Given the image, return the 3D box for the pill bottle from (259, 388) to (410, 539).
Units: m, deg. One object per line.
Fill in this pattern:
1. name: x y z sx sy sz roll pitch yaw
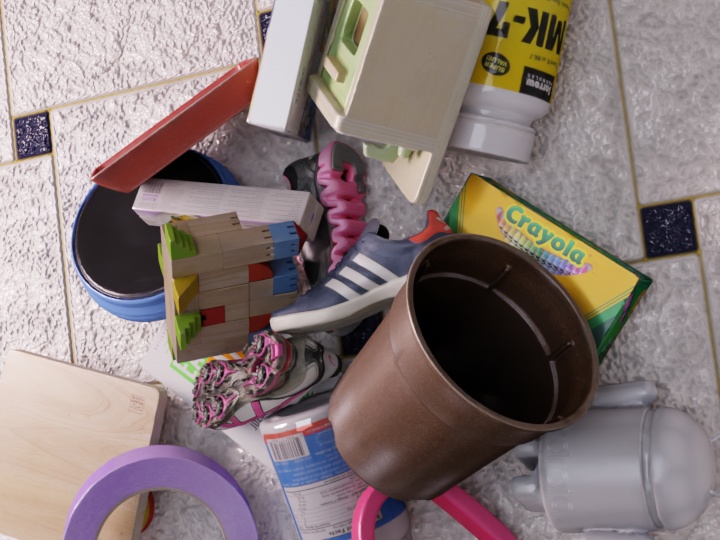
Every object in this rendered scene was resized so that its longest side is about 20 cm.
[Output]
1. pill bottle: -0.016 0.225 1.454 0.112 0.112 0.200 -18 95 21

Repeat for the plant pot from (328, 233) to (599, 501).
1. plant pot: 0.081 0.104 1.347 0.200 0.200 0.198 56 136 16

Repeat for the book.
1. book: -0.123 0.104 1.554 0.200 0.048 0.134 35 102 17

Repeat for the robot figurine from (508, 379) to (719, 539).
1. robot figurine: 0.239 0.184 1.354 0.200 0.113 0.170 -6 68 22

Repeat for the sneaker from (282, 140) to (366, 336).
1. sneaker: -0.042 -0.029 1.514 0.095 0.079 0.201 -10 77 31

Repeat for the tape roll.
1. tape roll: -0.206 0.284 1.513 0.200 0.066 0.201 -1 94 -8

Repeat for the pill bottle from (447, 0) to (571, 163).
1. pill bottle: 0.136 -0.210 1.419 0.114 0.114 0.201 12 92 23

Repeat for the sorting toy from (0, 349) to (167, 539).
1. sorting toy: -0.305 0.204 1.609 0.200 0.070 0.199 12 92 23

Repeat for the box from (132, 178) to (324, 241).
1. box: -0.136 -0.062 1.490 0.200 0.039 0.042 5 67 25

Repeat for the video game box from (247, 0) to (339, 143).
1. video game box: -0.059 -0.233 1.465 0.047 0.182 0.201 13 92 7

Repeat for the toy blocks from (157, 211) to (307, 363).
1. toy blocks: -0.123 0.013 1.458 0.136 0.200 0.100 -10 48 -14

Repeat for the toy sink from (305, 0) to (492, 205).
1. toy sink: 0.024 -0.181 1.376 0.112 0.130 0.200 11 112 -19

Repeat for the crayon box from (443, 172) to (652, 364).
1. crayon box: 0.166 0.007 1.424 0.200 0.058 0.119 34 101 21

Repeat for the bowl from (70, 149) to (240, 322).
1. bowl: -0.217 -0.044 1.562 0.200 0.039 0.201 -9 62 18

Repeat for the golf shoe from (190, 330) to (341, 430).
1. golf shoe: -0.099 0.119 1.471 0.200 0.092 0.073 -27 57 50

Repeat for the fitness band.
1. fitness band: 0.077 0.277 1.396 0.200 0.144 0.037 41 147 -8

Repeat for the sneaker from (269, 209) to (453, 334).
1. sneaker: 0.000 0.000 1.422 0.200 0.075 0.085 -20 81 6

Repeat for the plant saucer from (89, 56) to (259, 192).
1. plant saucer: -0.183 -0.143 1.496 0.200 0.200 0.037 -37 101 -3
